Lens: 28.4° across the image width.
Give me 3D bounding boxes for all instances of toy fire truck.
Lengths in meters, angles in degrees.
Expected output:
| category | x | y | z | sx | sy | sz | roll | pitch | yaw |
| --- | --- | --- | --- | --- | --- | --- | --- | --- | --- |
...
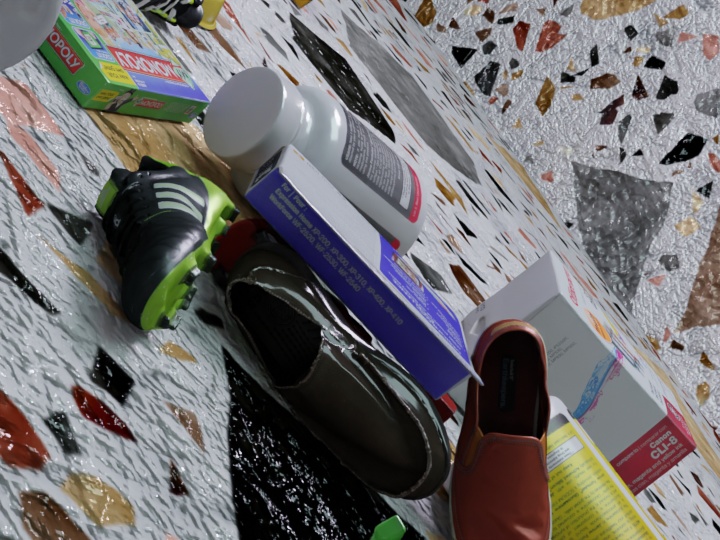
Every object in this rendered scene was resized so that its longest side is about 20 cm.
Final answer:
| category | x | y | z | sx | sy | sz | roll | pitch | yaw |
| --- | --- | --- | --- | --- | --- | --- | --- | --- | --- |
| toy fire truck | -0.019 | 0.046 | 1.023 | 0.200 | 0.049 | 0.141 | 51 | 12 | 5 |

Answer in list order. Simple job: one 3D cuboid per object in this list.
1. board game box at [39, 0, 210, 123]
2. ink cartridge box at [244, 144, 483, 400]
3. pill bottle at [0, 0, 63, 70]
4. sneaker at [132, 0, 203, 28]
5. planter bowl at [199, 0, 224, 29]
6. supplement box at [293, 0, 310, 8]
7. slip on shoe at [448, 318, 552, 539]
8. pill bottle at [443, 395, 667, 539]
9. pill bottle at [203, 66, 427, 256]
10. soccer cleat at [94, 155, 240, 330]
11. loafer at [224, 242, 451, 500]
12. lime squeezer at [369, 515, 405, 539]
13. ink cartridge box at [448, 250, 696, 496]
| category | x | y | z | sx | sy | sz | roll | pitch | yaw |
| --- | --- | --- | --- | --- | --- | --- | --- | --- | --- |
| board game box | -0.197 | -0.177 | 1.082 | 0.135 | 0.029 | 0.200 | 52 | 13 | 7 |
| ink cartridge box | 0.000 | 0.000 | 1.009 | 0.198 | 0.043 | 0.200 | 46 | 6 | -8 |
| pill bottle | -0.230 | -0.204 | 0.852 | 0.114 | 0.114 | 0.200 | 44 | 14 | -27 |
| sneaker | -0.170 | -0.263 | 1.317 | 0.083 | 0.072 | 0.200 | 56 | 16 | -18 |
| planter bowl | -0.190 | -0.353 | 1.477 | 0.201 | 0.083 | 0.201 | 48 | 13 | -15 |
| supplement box | -0.052 | -0.518 | 2.151 | 0.133 | 0.197 | 0.200 | 48 | 14 | -8 |
| slip on shoe | 0.101 | 0.130 | 0.988 | 0.061 | 0.074 | 0.201 | 83 | 12 | -78 |
| pill bottle | 0.160 | 0.203 | 1.056 | 0.200 | 0.112 | 0.112 | 54 | 13 | 13 |
| pill bottle | -0.038 | -0.084 | 1.183 | 0.200 | 0.111 | 0.111 | 37 | 19 | -47 |
| soccer cleat | -0.124 | -0.020 | 0.842 | 0.081 | 0.068 | 0.200 | 31 | 15 | -7 |
| loafer | -0.025 | 0.073 | 0.913 | 0.200 | 0.073 | 0.071 | 47 | 22 | 6 |
| lime squeezer | -0.011 | 0.174 | 0.671 | 0.038 | 0.071 | 0.200 | 39 | -24 | 26 |
| ink cartridge box | 0.190 | 0.112 | 1.343 | 0.200 | 0.145 | 0.145 | 47 | 14 | -11 |
